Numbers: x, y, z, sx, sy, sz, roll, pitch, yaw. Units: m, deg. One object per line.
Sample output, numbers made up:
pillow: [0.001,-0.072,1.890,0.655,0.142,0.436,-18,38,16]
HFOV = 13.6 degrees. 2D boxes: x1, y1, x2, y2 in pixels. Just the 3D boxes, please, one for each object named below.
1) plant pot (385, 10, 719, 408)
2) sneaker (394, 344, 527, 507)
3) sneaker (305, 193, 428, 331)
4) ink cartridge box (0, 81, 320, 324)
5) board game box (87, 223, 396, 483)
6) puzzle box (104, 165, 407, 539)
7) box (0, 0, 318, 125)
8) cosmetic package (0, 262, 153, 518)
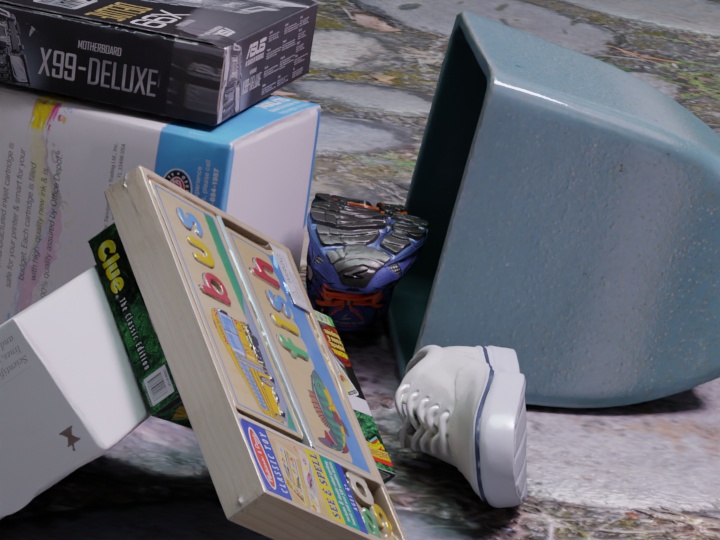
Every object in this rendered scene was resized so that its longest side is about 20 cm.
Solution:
plant pot: [0.137,-0.023,1.836,0.199,0.197,0.196,14,15,-8]
sneaker: [0.054,0.085,1.636,0.070,0.074,0.200,-1,7,0]
sneaker: [0.000,0.000,1.831,0.075,0.079,0.200,8,5,1]
ink cartridge box: [-0.148,-0.039,1.801,0.199,0.148,0.146,14,16,18]
board game box: [-0.058,0.047,1.540,0.200,0.023,0.105,24,39,-55]
puzzle box: [-0.050,0.050,1.474,0.133,0.025,0.201,28,32,-52]
box: [-0.127,-0.139,1.800,0.157,0.050,0.200,12,15,13]
cosmetic package: [-0.153,0.057,1.497,0.113,0.081,0.200,-33,1,19]
